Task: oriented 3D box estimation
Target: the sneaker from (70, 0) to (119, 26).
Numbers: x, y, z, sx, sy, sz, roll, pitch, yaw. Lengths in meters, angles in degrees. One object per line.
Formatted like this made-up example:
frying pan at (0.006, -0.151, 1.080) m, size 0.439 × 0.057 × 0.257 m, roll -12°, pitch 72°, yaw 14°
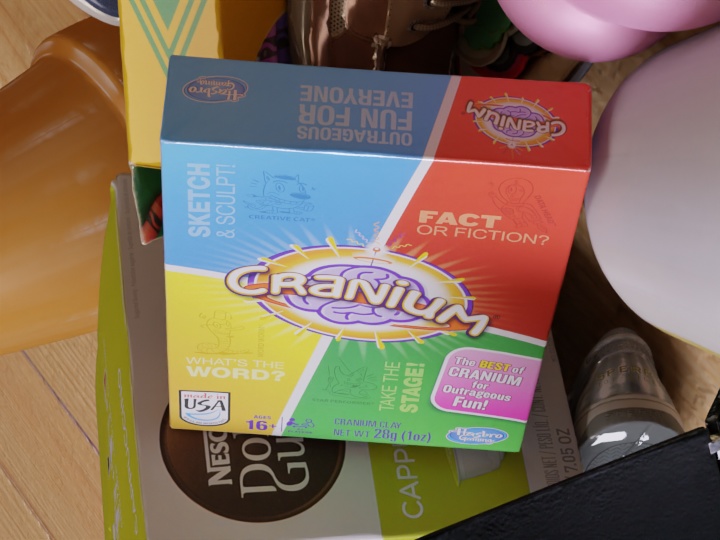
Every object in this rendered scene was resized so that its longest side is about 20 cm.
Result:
sneaker at (-0.160, -0.235, 1.132) m, size 0.200 × 0.075 × 0.085 m, roll 64°, pitch 158°, yaw -1°

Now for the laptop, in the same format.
laptop at (0.119, 0.125, 0.790) m, size 0.103 × 0.200 × 0.178 m, roll -7°, pitch 113°, yaw 26°

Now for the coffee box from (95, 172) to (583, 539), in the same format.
coffee box at (-0.023, 0.088, 0.970) m, size 0.200 × 0.197 × 0.200 m, roll 104°, pitch 161°, yaw -53°

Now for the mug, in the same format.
mug at (0.153, -0.009, 0.693) m, size 0.153 × 0.149 × 0.187 m, roll -172°, pitch 77°, yaw -68°

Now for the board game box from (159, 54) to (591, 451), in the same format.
board game box at (0.000, 0.000, 0.784) m, size 0.200 × 0.153 × 0.040 m, roll 95°, pitch 178°, yaw -55°

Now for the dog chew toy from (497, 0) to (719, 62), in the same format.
dog chew toy at (0.105, -0.137, 0.673) m, size 0.125 × 0.124 × 0.200 m, roll 58°, pitch 150°, yaw 11°

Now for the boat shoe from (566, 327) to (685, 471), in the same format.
boat shoe at (0.115, 0.113, 0.971) m, size 0.202 × 0.074 × 0.065 m, roll 92°, pitch 177°, yaw -49°

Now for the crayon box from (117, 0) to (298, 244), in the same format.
crayon box at (-0.044, -0.119, 0.819) m, size 0.051 × 0.127 × 0.200 m, roll 8°, pitch 111°, yaw 28°

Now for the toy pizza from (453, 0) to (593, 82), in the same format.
toy pizza at (0.031, -0.155, 0.848) m, size 0.200 × 0.032 × 0.201 m, roll 19°, pitch 117°, yaw 43°

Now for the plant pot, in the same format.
plant pot at (-0.188, -0.039, 1.243) m, size 0.200 × 0.183 × 0.200 m, roll 42°, pitch 147°, yaw 36°

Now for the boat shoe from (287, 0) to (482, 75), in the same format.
boat shoe at (0.017, -0.122, 0.795) m, size 0.072 × 0.076 × 0.200 m, roll 9°, pitch 115°, yaw 34°
